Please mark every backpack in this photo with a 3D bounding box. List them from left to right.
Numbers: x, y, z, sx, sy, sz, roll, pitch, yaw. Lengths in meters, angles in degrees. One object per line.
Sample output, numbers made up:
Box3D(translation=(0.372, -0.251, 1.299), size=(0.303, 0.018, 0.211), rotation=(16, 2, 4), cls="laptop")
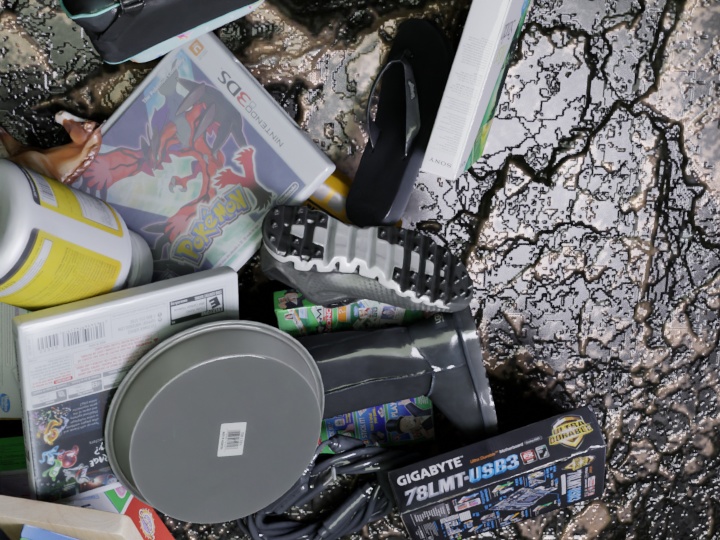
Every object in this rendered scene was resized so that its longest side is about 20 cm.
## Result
Box3D(translation=(-0.177, -0.287, 1.359), size=(0.176, 0.153, 0.200), rotation=(-25, 72, 5), cls="backpack")

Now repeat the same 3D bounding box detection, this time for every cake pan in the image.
Box3D(translation=(-0.120, 0.138, 1.411), size=(0.200, 0.037, 0.200), rotation=(-11, 121, -18), cls="cake pan")

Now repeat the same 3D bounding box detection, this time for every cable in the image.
Box3D(translation=(-0.030, 0.215, 1.575), size=(0.163, 0.051, 0.200), rotation=(2, 145, -35), cls="cable")

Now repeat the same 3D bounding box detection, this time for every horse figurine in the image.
Box3D(translation=(-0.320, -0.059, 1.455), size=(0.132, 0.050, 0.200), rotation=(18, 81, -4), cls="horse figurine")

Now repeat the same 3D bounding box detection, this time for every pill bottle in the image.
Box3D(translation=(-0.265, -0.019, 1.372), size=(0.112, 0.112, 0.200), rotation=(-47, 150, 10), cls="pill bottle")

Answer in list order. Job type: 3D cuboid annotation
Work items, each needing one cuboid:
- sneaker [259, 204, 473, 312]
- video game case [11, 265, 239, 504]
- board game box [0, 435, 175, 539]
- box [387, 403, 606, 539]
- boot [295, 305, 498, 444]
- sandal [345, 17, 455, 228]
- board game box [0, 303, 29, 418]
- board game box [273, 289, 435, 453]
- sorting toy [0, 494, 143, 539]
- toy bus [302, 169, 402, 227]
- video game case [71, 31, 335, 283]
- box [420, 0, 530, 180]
Box3D(translation=(0.000, 0.000, 1.438), size=(0.200, 0.067, 0.091), rotation=(15, 150, -12), cls="sneaker")
Box3D(translation=(-0.196, 0.100, 1.404), size=(0.200, 0.023, 0.182), rotation=(-14, 119, -27), cls="video game case")
Box3D(translation=(-0.274, 0.231, 1.525), size=(0.153, 0.040, 0.200), rotation=(-7, 134, 20), cls="board game box")
Box3D(translation=(0.134, 0.203, 1.549), size=(0.198, 0.200, 0.050), rotation=(-19, 69, 0), cls="box")
Box3D(translation=(0.018, 0.117, 1.497), size=(0.200, 0.066, 0.165), rotation=(-15, 123, 1), cls="boot")
Box3D(translation=(0.033, -0.134, 1.447), size=(0.043, 0.076, 0.200), rotation=(25, 76, -47), cls="sandal")
Box3D(translation=(-0.244, 0.065, 1.529), size=(0.200, 0.040, 0.153), rotation=(2, 108, -6), cls="board game box")
Box3D(translation=(-0.003, 0.093, 1.537), size=(0.134, 0.029, 0.200), rotation=(-7, 131, 0), cls="board game box")
Box3D(translation=(-0.291, 0.261, 1.434), size=(0.199, 0.200, 0.070), rotation=(8, 66, 6), cls="sorting toy")
Box3D(translation=(-0.032, -0.051, 1.506), size=(0.200, 0.065, 0.078), rotation=(33, 101, -14), cls="toy bus")
Box3D(translation=(-0.150, -0.088, 1.453), size=(0.200, 0.023, 0.182), rotation=(-45, 80, 16), cls="video game case")
Box3D(translation=(0.110, -0.186, 1.433), size=(0.036, 0.144, 0.200), rotation=(21, 107, 9), cls="box")
